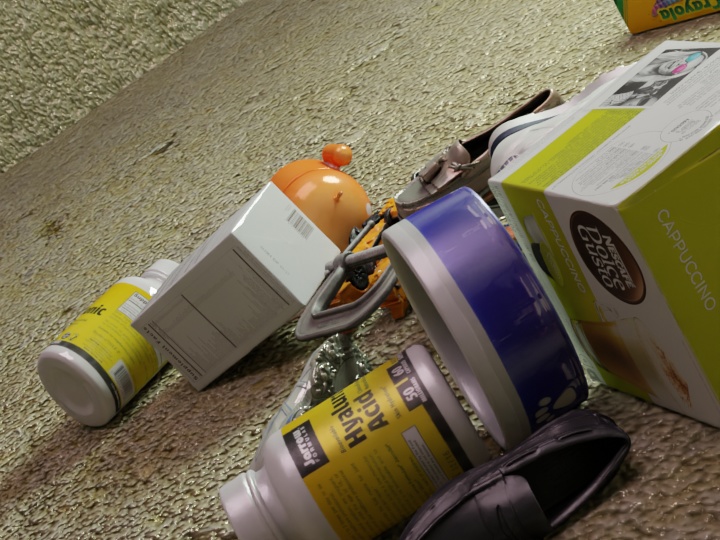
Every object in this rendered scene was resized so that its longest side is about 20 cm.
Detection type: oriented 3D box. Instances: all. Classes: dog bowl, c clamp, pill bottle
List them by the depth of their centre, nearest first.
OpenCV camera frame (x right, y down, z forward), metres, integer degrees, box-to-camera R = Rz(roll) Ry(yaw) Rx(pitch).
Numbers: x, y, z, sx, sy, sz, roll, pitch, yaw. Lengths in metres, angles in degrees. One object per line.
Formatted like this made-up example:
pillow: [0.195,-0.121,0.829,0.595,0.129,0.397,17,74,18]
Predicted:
pill bottle: [-0.007,0.156,1.268,0.199,0.112,0.111,-33,20,1]
dog bowl: [0.098,0.037,1.279,0.078,0.201,0.200,-30,19,-4]
c clamp: [0.000,0.000,1.586,0.171,0.027,0.200,-52,17,-20]
pill bottle: [-0.273,0.078,1.870,0.111,0.112,0.200,-9,29,48]

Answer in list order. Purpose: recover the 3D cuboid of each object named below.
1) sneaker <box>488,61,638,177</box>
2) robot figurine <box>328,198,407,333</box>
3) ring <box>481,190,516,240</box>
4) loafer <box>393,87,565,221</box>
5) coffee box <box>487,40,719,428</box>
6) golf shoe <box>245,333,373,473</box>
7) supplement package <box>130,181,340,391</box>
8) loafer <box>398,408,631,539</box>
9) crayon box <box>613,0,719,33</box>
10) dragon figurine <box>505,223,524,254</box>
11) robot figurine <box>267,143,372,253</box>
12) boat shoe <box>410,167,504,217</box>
sneaker: [0.212,-0.122,1.479,0.199,0.077,0.081,-27,26,17]
robot figurine: [0.035,-0.019,1.717,0.144,0.058,0.200,-17,26,36]
ring: [0.150,-0.058,1.522,0.199,0.019,0.201,-26,16,8]
loafer: [0.117,-0.116,1.586,0.199,0.063,0.072,-27,34,-1]
coffee box: [0.255,-0.034,1.213,0.199,0.201,0.197,-36,20,-14]
golf shoe: [-0.054,0.133,1.475,0.097,0.079,0.200,-26,18,33]
supplement package: [-0.137,0.019,1.734,0.200,0.114,0.110,-38,12,38]
loafer: [0.108,0.167,1.152,0.200,0.068,0.070,-34,10,-15]
crayon box: [0.387,-0.367,1.922,0.199,0.119,0.058,-9,29,48]
dragon figurine: [0.170,-0.021,1.517,0.200,0.059,0.099,-39,18,-30]
robot figurine: [-0.051,-0.065,1.866,0.143,0.117,0.200,-35,16,-5]
boat shoe: [0.146,-0.094,1.658,0.198,0.057,0.069,-15,42,-4]
